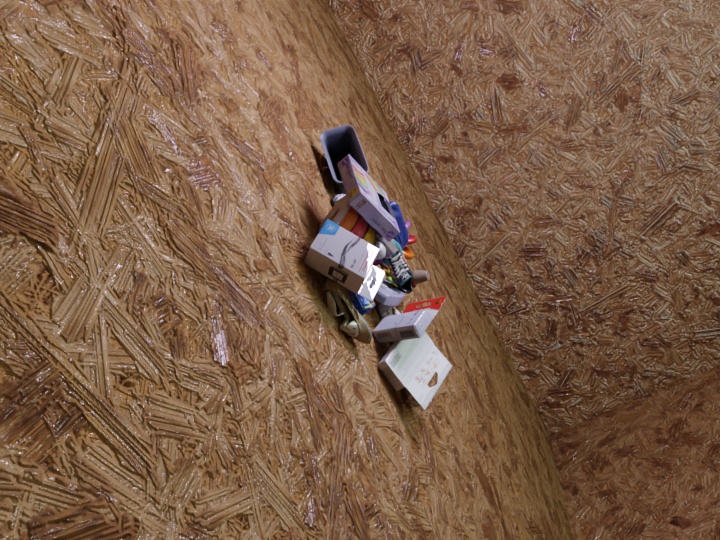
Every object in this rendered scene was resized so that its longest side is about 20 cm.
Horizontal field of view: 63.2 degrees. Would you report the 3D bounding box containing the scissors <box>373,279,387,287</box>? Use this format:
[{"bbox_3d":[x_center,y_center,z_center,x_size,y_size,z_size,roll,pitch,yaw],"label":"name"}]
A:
[{"bbox_3d":[0.000,0.000,1.686,0.195,0.014,0.075,16,42,-36],"label":"scissors"}]

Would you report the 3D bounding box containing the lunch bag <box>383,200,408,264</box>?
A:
[{"bbox_3d":[0.065,-0.120,1.806,0.131,0.136,0.202,27,-25,41],"label":"lunch bag"}]

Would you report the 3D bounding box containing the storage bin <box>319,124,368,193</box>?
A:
[{"bbox_3d":[-0.062,-0.349,1.949,0.135,0.141,0.205,91,-19,-67],"label":"storage bin"}]

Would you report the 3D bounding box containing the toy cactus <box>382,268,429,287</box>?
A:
[{"bbox_3d":[0.156,0.036,1.987,0.198,0.160,0.106,20,65,-58],"label":"toy cactus"}]

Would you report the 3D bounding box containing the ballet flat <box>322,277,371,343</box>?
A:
[{"bbox_3d":[-0.041,0.112,1.483,0.065,0.070,0.204,-39,101,-45],"label":"ballet flat"}]

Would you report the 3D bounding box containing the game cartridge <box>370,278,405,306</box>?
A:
[{"bbox_3d":[0.067,0.058,1.781,0.130,0.043,0.199,28,10,16],"label":"game cartridge"}]

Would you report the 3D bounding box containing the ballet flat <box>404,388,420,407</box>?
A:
[{"bbox_3d":[0.153,0.303,1.723,0.077,0.062,0.205,108,-16,-48],"label":"ballet flat"}]

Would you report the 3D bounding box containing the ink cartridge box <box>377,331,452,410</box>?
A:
[{"bbox_3d":[0.157,0.271,1.663,0.178,0.044,0.200,51,45,-5],"label":"ink cartridge box"}]

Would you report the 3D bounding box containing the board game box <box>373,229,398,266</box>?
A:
[{"bbox_3d":[0.017,-0.114,1.704,0.032,0.120,0.202,-39,93,-28],"label":"board game box"}]

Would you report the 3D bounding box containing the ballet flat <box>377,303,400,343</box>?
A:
[{"bbox_3d":[0.116,0.187,1.801,0.205,0.070,0.072,65,18,3],"label":"ballet flat"}]

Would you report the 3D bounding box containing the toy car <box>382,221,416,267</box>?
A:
[{"bbox_3d":[0.124,-0.117,2.101,0.204,0.147,0.175,60,18,-9],"label":"toy car"}]

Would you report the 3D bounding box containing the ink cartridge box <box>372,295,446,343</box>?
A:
[{"bbox_3d":[0.145,0.127,1.700,0.048,0.157,0.200,58,44,-17],"label":"ink cartridge box"}]

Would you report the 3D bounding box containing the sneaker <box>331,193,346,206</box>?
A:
[{"bbox_3d":[-0.027,-0.187,1.920,0.196,0.087,0.077,20,68,-35],"label":"sneaker"}]

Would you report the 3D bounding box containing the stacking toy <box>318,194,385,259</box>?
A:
[{"bbox_3d":[-0.009,-0.097,1.635,0.199,0.146,0.147,40,24,-16],"label":"stacking toy"}]

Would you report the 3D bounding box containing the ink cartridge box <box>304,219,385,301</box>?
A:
[{"bbox_3d":[-0.028,-0.026,1.464,0.196,0.067,0.117,29,48,0],"label":"ink cartridge box"}]

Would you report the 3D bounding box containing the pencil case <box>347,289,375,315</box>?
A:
[{"bbox_3d":[-0.035,0.029,1.558,0.204,0.076,0.087,61,4,-9],"label":"pencil case"}]

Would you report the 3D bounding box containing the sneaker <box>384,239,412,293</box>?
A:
[{"bbox_3d":[0.120,-0.010,1.776,0.080,0.070,0.202,49,-10,43],"label":"sneaker"}]

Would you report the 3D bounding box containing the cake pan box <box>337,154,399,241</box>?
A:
[{"bbox_3d":[0.024,-0.198,1.621,0.199,0.052,0.188,41,25,-39],"label":"cake pan box"}]
